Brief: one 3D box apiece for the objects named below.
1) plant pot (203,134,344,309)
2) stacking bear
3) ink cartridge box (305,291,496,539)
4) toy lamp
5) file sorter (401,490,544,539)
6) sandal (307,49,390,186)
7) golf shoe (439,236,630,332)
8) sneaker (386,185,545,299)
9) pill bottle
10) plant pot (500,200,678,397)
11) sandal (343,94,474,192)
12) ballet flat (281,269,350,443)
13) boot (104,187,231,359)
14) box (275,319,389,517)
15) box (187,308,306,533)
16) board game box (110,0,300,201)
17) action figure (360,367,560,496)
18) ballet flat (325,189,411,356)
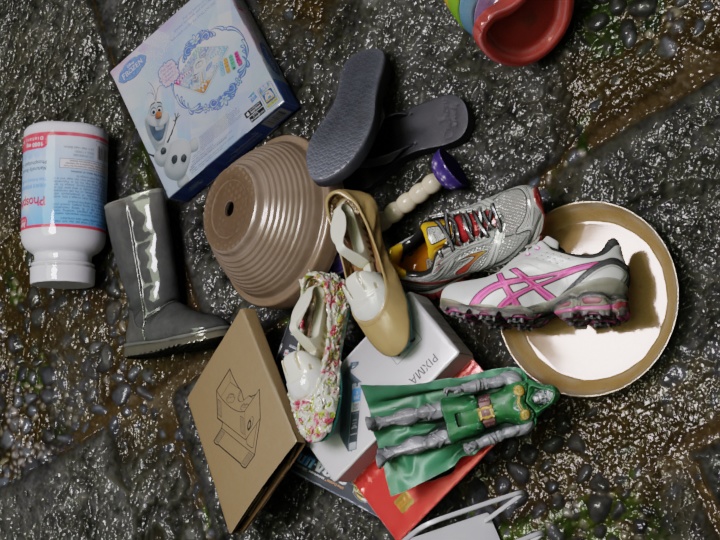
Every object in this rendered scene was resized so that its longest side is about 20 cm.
[{"bbox_3d":[-0.115,-0.061,1.548,0.200,0.092,0.204,-13,72,46],"label":"plant pot"},{"bbox_3d":[0.131,-0.318,1.465,0.121,0.114,0.200,-43,53,4],"label":"stacking bear"},{"bbox_3d":[0.045,0.155,1.433,0.200,0.045,0.177,-47,62,14],"label":"ink cartridge box"},{"bbox_3d":[0.027,-0.059,1.518,0.199,0.058,0.059,-39,66,19],"label":"toy lamp"},{"bbox_3d":[0.129,0.335,1.332,0.202,0.137,0.125,67,150,20],"label":"file sorter"},{"bbox_3d":[-0.002,-0.168,1.514,0.075,0.043,0.201,-5,47,30],"label":"sandal"},{"bbox_3d":[0.178,0.014,1.385,0.198,0.073,0.093,-3,75,20],"label":"golf shoe"},{"bbox_3d":[0.111,-0.030,1.430,0.199,0.082,0.079,-32,57,32],"label":"sneaker"},{"bbox_3d":[-0.378,-0.082,1.725,0.108,0.108,0.203,-5,80,29],"label":"pill bottle"},{"bbox_3d":[0.236,0.030,1.402,0.198,0.027,0.203,-4,82,29],"label":"plant pot"},{"bbox_3d":[0.033,-0.149,1.534,0.199,0.043,0.077,-25,71,25],"label":"sandal"},{"bbox_3d":[-0.054,0.087,1.452,0.075,0.064,0.202,-27,44,38],"label":"ballet flat"},{"bbox_3d":[-0.235,0.000,1.653,0.180,0.072,0.203,-8,78,29],"label":"boot"},{"bbox_3d":[-0.021,0.163,1.520,0.198,0.046,0.161,21,93,30],"label":"box"},{"bbox_3d":[-0.134,0.169,1.540,0.164,0.021,0.201,-56,41,32],"label":"box"},{"bbox_3d":[-0.196,-0.225,1.677,0.199,0.043,0.200,-36,69,21],"label":"board game box"},{"bbox_3d":[0.106,0.148,1.373,0.198,0.055,0.120,-17,92,9],"label":"action figure"},{"bbox_3d":[0.000,0.000,1.436,0.068,0.063,0.202,-37,53,30],"label":"ballet flat"}]
